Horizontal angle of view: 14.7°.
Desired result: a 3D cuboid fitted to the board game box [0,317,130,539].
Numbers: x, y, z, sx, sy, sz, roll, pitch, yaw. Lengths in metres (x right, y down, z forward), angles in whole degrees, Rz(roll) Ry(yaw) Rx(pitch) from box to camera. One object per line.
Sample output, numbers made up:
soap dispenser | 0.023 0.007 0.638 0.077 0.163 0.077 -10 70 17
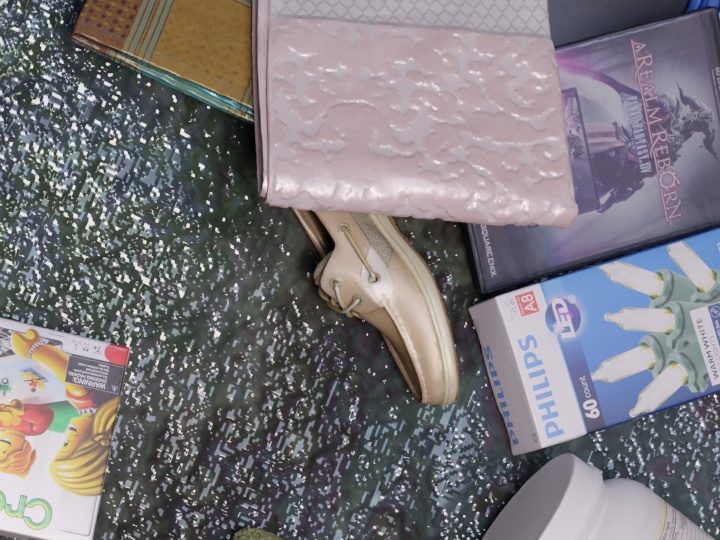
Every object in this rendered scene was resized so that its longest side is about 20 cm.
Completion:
board game box | -0.248 0.087 1.679 0.199 0.035 0.127 13 77 -15

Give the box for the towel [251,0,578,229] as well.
towel | 0.032 -0.117 1.734 0.199 0.032 0.192 4 61 -14

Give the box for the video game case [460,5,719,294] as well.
video game case | 0.154 -0.079 1.816 0.199 0.019 0.144 -16 102 -14

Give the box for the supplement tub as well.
supplement tub | 0.172 0.221 1.723 0.200 0.145 0.145 37 72 -8

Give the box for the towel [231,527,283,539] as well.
towel | 0.004 0.233 1.681 0.200 0.148 0.037 35 98 -9

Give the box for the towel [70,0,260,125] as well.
towel | -0.067 -0.158 1.757 0.199 0.022 0.147 23 57 -3

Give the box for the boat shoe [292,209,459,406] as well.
boat shoe | 0.000 0.000 1.756 0.065 0.072 0.201 -23 82 -16

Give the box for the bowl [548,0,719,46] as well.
bowl | 0.153 -0.219 1.856 0.199 0.039 0.202 3 79 -17

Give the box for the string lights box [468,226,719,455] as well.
string lights box | 0.181 0.042 1.809 0.199 0.059 0.103 -17 87 -19
